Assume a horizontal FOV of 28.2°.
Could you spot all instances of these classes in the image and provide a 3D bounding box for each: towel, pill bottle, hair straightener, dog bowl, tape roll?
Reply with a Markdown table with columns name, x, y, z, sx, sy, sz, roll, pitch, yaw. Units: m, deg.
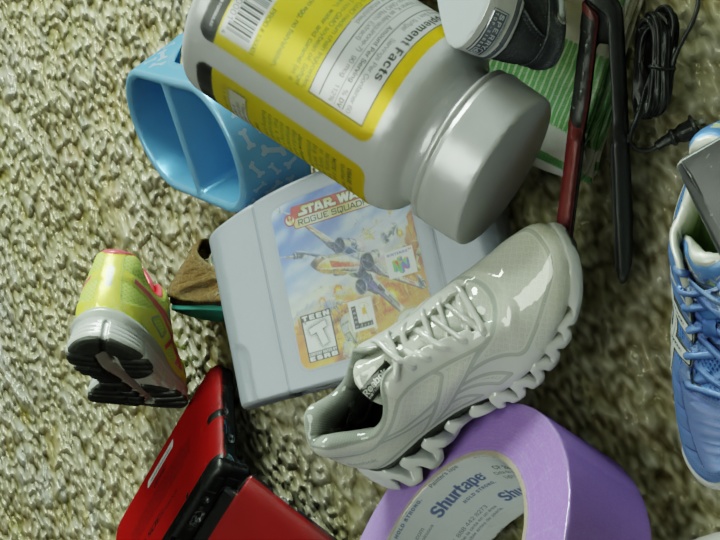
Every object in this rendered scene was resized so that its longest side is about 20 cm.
| name | x | y | z | sx | sy | sz | roll | pitch | yaw |
| --- | --- | --- | --- | --- | --- | --- | --- | --- | --- |
| towel | 0.105 | -0.170 | 0.853 | 0.152 | 0.023 | 0.203 | 27 | 110 | 41 |
| pill bottle | 0.003 | -0.107 | 0.833 | 0.199 | 0.114 | 0.115 | 35 | 116 | 17 |
| hair straightener | 0.153 | -0.092 | 0.796 | 0.076 | 0.041 | 0.203 | 6 | 99 | 9 |
| dog bowl | -0.105 | -0.100 | 0.996 | 0.199 | 0.049 | 0.113 | 22 | 134 | 56 |
| tape roll | 0.069 | 0.178 | 0.802 | 0.200 | 0.065 | 0.201 | -45 | 27 | 30 |

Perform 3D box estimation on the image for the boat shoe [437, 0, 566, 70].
| name | x | y | z | sx | sy | sz | roll | pitch | yaw |
| --- | --- | --- | --- | --- | --- | --- | --- | --- | --- |
| boat shoe | 0.081 | -0.197 | 0.819 | 0.072 | 0.067 | 0.202 | -49 | 35 | 42 |

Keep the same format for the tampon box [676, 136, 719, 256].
| name | x | y | z | sx | sy | sz | roll | pitch | yaw |
| --- | --- | --- | --- | --- | --- | --- | --- | --- | --- |
| tampon box | 0.242 | -0.009 | 0.577 | 0.149 | 0.199 | 0.127 | -31 | 69 | 21 |

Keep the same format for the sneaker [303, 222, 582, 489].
| name | x | y | z | sx | sy | sz | roll | pitch | yaw |
| --- | --- | --- | --- | --- | --- | --- | --- | --- | --- |
| sneaker | 0.046 | 0.049 | 0.809 | 0.200 | 0.080 | 0.076 | -49 | 45 | 24 |

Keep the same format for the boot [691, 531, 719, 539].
| name | x | y | z | sx | sy | sz | roll | pitch | yaw |
| --- | --- | --- | --- | --- | --- | --- | --- | --- | --- |
| boot | 0.162 | 0.215 | 0.792 | 0.199 | 0.072 | 0.091 | -35 | 82 | 41 |

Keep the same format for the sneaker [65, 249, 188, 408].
| name | x | y | z | sx | sy | sz | roll | pitch | yaw |
| --- | --- | --- | --- | --- | --- | --- | --- | --- | --- |
| sneaker | -0.165 | 0.045 | 1.054 | 0.200 | 0.077 | 0.092 | 97 | 175 | -70 |

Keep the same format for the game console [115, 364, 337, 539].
| name | x | y | z | sx | sy | sz | roll | pitch | yaw |
| --- | --- | --- | --- | --- | --- | --- | --- | --- | --- |
| game console | -0.098 | 0.206 | 1.073 | 0.201 | 0.117 | 0.173 | -57 | 24 | 29 |

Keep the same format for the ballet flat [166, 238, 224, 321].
| name | x | y | z | sx | sy | sz | roll | pitch | yaw |
| --- | --- | --- | --- | --- | --- | --- | --- | --- | --- |
| ballet flat | -0.062 | 0.008 | 1.007 | 0.199 | 0.067 | 0.073 | 9 | 83 | 49 |

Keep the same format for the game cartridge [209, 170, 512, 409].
| name | x | y | z | sx | sy | sz | roll | pitch | yaw |
| --- | --- | --- | --- | --- | --- | --- | --- | --- | --- |
| game cartridge | 0.000 | 0.000 | 0.905 | 0.198 | 0.041 | 0.135 | -17 | 83 | 20 |

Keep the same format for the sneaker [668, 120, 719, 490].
| name | x | y | z | sx | sy | sz | roll | pitch | yaw |
| --- | --- | --- | --- | --- | --- | --- | --- | --- | --- |
| sneaker | 0.186 | 0.015 | 0.743 | 0.075 | 0.076 | 0.203 | 8 | 98 | 42 |
